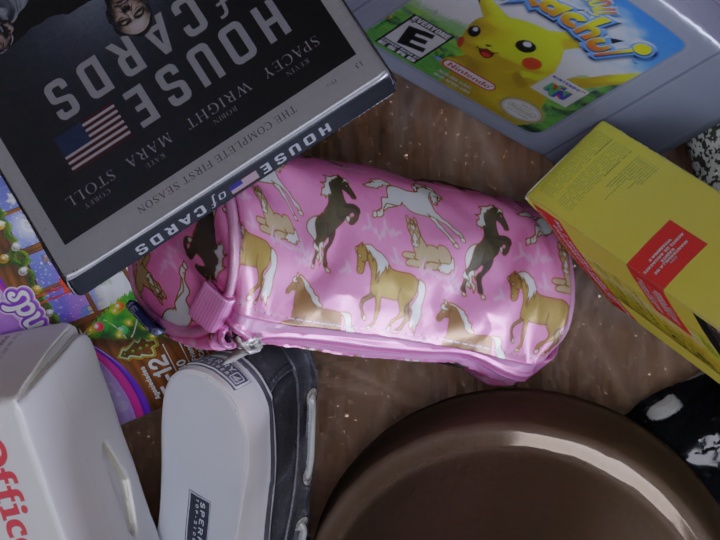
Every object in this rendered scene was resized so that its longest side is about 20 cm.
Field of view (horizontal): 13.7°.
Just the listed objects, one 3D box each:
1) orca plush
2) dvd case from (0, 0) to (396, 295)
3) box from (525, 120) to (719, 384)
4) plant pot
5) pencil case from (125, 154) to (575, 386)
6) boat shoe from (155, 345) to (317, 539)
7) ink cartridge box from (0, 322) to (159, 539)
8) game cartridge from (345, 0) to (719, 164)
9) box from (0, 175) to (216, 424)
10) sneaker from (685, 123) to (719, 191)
[{"bbox_3d":[0.209,0.083,1.309,0.199,0.071,0.106,10,100,-2],"label":"orca plush"},{"bbox_3d":[-0.099,-0.111,1.182,0.150,0.025,0.201,-33,69,0],"label":"dvd case"},{"bbox_3d":[0.142,0.007,1.189,0.050,0.200,0.075,-43,121,-3],"label":"box"},{"bbox_3d":[0.060,0.175,1.254,0.199,0.175,0.202,4,112,10],"label":"plant pot"},{"bbox_3d":[0.000,0.000,1.244,0.199,0.083,0.087,7,97,-41],"label":"pencil case"},{"bbox_3d":[-0.053,0.118,1.315,0.072,0.068,0.201,28,126,36],"label":"boat shoe"},{"bbox_3d":[-0.198,0.117,1.276,0.199,0.083,0.146,-12,109,18],"label":"ink cartridge box"},{"bbox_3d":[0.070,-0.108,1.229,0.199,0.041,0.133,27,144,-24],"label":"game cartridge"},{"bbox_3d":[-0.107,-0.031,1.267,0.136,0.039,0.201,-22,124,3],"label":"box"},{"bbox_3d":[0.225,-0.071,1.287,0.199,0.077,0.089,-23,89,1],"label":"sneaker"}]
